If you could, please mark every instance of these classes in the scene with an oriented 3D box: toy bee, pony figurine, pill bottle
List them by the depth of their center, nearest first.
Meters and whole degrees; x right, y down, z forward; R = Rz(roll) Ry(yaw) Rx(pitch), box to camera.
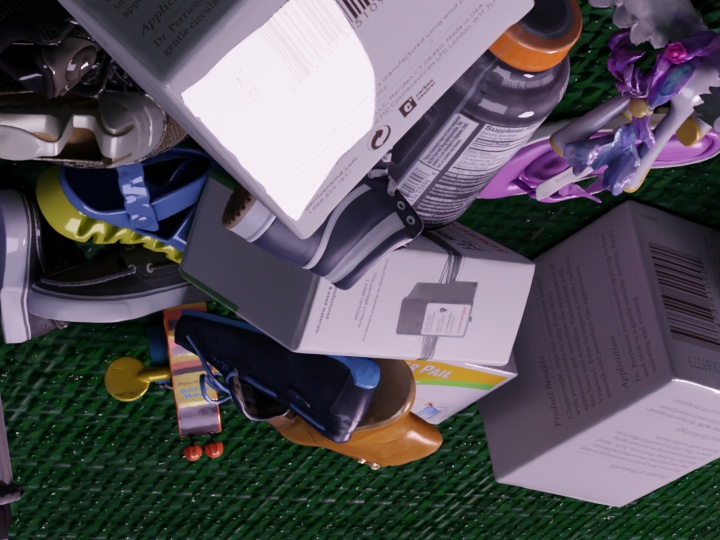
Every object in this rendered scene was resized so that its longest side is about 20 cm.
[{"bbox_3d":[0.069,-0.118,1.408,0.106,0.106,0.200,5,148,-26],"label":"pill bottle"},{"bbox_3d":[0.218,-0.132,1.417,0.193,0.167,0.200,-28,168,-48],"label":"pony figurine"},{"bbox_3d":[-0.127,0.091,1.727,0.131,0.109,0.200,-19,151,12],"label":"toy bee"}]

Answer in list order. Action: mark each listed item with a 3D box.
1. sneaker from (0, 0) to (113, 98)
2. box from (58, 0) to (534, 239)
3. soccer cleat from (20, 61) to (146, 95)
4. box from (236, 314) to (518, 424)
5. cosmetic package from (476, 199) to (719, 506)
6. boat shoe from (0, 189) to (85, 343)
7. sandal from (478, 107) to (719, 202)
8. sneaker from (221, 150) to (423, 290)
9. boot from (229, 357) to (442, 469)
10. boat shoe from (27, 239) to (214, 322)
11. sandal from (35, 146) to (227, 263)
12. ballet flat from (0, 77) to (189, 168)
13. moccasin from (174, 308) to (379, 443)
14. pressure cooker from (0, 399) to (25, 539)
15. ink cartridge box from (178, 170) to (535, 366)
[{"bbox_3d":[-0.138,-0.164,1.249,0.199,0.114,0.076,-18,152,7],"label":"sneaker"},{"bbox_3d":[-0.038,-0.159,1.189,0.199,0.131,0.200,-45,148,-2],"label":"box"},{"bbox_3d":[-0.121,-0.137,1.336,0.200,0.081,0.068,-14,152,8],"label":"soccer cleat"},{"bbox_3d":[0.010,0.038,1.668,0.200,0.113,0.101,15,144,-36],"label":"box"},{"bbox_3d":[0.216,0.073,1.746,0.165,0.165,0.200,16,143,-40],"label":"cosmetic package"},{"bbox_3d":[-0.234,-0.003,1.563,0.066,0.070,0.200,-10,153,-13],"label":"boat shoe"},{"bbox_3d":[0.175,-0.078,1.574,0.202,0.050,0.082,-13,152,5],"label":"sandal"},{"bbox_3d":[0.005,-0.083,1.351,0.108,0.200,0.070,34,163,-14],"label":"sneaker"},{"bbox_3d":[0.013,0.103,1.560,0.144,0.071,0.201,25,162,-37],"label":"boot"},{"bbox_3d":[-0.156,-0.004,1.547,0.200,0.057,0.069,-11,-161,-44],"label":"boat shoe"},{"bbox_3d":[-0.121,-0.051,1.503,0.200,0.080,0.087,8,144,-33],"label":"sandal"},{"bbox_3d":[-0.194,-0.093,1.392,0.200,0.075,0.068,-1,113,-14],"label":"ballet flat"},{"bbox_3d":[-0.072,0.072,1.494,0.080,0.068,0.200,15,180,-37],"label":"moccasin"},{"bbox_3d":[-0.347,0.144,1.607,0.178,0.200,0.176,-8,-177,-16],"label":"pressure cooker"},{"bbox_3d":[0.000,0.000,1.489,0.200,0.147,0.083,6,106,-42],"label":"ink cartridge box"}]
